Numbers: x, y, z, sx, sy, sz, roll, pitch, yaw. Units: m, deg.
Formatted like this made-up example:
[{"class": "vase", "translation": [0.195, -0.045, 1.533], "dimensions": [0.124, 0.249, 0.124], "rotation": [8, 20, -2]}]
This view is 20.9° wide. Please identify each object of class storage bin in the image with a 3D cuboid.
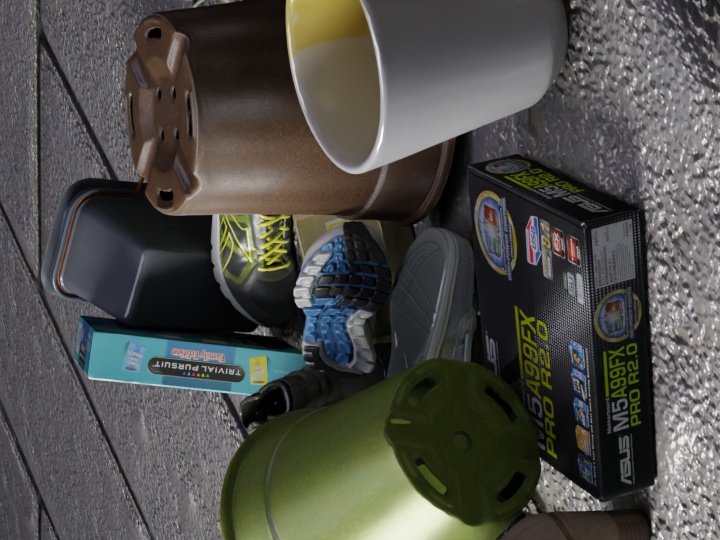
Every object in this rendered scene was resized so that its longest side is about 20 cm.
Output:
[{"class": "storage bin", "translation": [-0.182, -0.012, 1.895], "dimensions": [0.134, 0.200, 0.146], "rotation": [32, 111, 46]}]

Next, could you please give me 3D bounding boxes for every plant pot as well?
[{"class": "plant pot", "translation": [-0.061, -0.123, 1.469], "dimensions": [0.200, 0.198, 0.200], "rotation": [27, 121, 60]}, {"class": "plant pot", "translation": [0.028, 0.153, 1.381], "dimensions": [0.190, 0.200, 0.200], "rotation": [-45, 61, 50]}]

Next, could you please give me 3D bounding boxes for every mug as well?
[{"class": "mug", "translation": [0.047, -0.169, 1.266], "dimensions": [0.149, 0.153, 0.187], "rotation": [-151, 51, -62]}]

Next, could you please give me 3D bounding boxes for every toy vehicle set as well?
[{"class": "toy vehicle set", "translation": [0.000, 0.000, 1.661], "dimensions": [0.200, 0.026, 0.124], "rotation": [170, 86, -68]}]

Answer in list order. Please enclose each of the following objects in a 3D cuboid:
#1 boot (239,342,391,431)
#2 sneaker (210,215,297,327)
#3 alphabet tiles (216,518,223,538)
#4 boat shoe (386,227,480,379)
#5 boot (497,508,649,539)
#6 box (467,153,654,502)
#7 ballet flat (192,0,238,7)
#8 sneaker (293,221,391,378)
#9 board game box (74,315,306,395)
[{"class": "boot", "translation": [-0.050, 0.111, 1.712], "dimensions": [0.200, 0.131, 0.068], "rotation": [137, 117, -66]}, {"class": "sneaker", "translation": [-0.098, -0.041, 1.815], "dimensions": [0.085, 0.074, 0.200], "rotation": [-4, 106, 58]}, {"class": "alphabet tiles", "translation": [-0.059, 0.280, 1.587], "dimensions": [0.167, 0.008, 0.200], "rotation": [-23, -90, -81]}, {"class": "boat shoe", "translation": [0.064, 0.054, 1.501], "dimensions": [0.074, 0.065, 0.202], "rotation": [-129, 36, -50]}, {"class": "boot", "translation": [0.125, 0.244, 1.339], "dimensions": [0.070, 0.146, 0.200], "rotation": [43, 142, 49]}, {"class": "box", "translation": [0.135, 0.036, 1.325], "dimensions": [0.160, 0.044, 0.200], "rotation": [34, 134, 59]}, {"class": "ballet flat", "translation": [-0.119, -0.250, 1.736], "dimensions": [0.068, 0.072, 0.200], "rotation": [158, 97, -69]}, {"class": "sneaker", "translation": [-0.015, 0.004, 1.553], "dimensions": [0.200, 0.075, 0.087], "rotation": [101, 175, -60]}, {"class": "board game box", "translation": [-0.164, 0.083, 1.847], "dimensions": [0.151, 0.200, 0.047], "rotation": [-162, 79, -77]}]
